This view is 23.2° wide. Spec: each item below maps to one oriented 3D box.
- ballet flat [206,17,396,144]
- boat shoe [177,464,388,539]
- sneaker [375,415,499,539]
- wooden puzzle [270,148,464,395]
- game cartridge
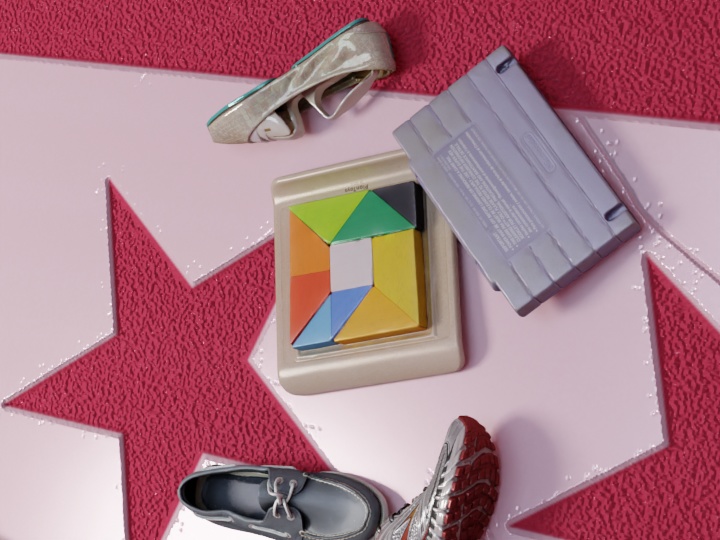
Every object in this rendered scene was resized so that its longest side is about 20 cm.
[{"bbox_3d":[-0.055,-0.154,1.582,0.200,0.067,0.062,-32,77,23],"label":"ballet flat"},{"bbox_3d":[-0.072,0.206,1.534,0.199,0.062,0.073,5,85,31],"label":"boat shoe"},{"bbox_3d":[0.051,0.213,1.452,0.082,0.078,0.201,23,94,32],"label":"sneaker"},{"bbox_3d":[0.000,0.000,1.540,0.185,0.037,0.201,-11,77,29],"label":"wooden puzzle"},{"bbox_3d":[0.127,-0.074,1.466,0.130,0.038,0.200,-39,67,14],"label":"game cartridge"}]
